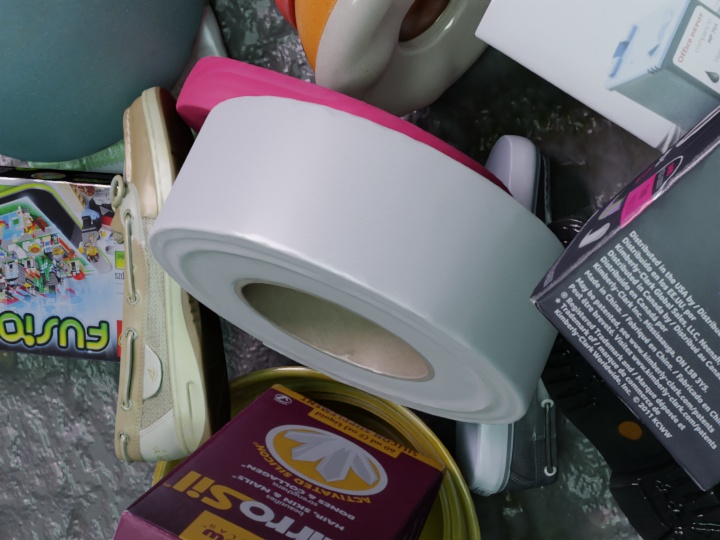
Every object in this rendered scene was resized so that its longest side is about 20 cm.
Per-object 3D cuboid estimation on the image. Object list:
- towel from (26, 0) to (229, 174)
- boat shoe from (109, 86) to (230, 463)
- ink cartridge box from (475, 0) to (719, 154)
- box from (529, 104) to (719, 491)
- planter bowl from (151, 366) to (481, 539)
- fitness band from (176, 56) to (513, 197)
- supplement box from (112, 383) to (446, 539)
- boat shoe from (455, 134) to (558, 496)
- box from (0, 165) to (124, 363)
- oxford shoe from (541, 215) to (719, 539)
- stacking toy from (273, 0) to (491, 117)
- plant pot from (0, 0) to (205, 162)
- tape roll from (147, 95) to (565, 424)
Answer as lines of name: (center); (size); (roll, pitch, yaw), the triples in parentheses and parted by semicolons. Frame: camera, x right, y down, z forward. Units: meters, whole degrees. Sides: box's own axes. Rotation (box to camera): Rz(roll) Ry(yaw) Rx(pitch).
towel: (-0.134, -0.061, 0.852); (0.148, 0.031, 0.202); (-13, 98, 20)
boat shoe: (-0.114, 0.002, 0.768); (0.062, 0.073, 0.203); (-7, 91, 8)
ink cartridge box: (0.171, -0.106, 0.688); (0.199, 0.146, 0.086); (32, 111, 8)
box: (0.182, -0.028, 0.559); (0.106, 0.122, 0.200); (48, 114, 1)
planter bowl: (-0.018, 0.144, 0.833); (0.198, 0.083, 0.203); (3, 102, 15)
fitness band: (-0.010, -0.060, 0.742); (0.199, 0.143, 0.038); (21, 80, 38)
supplement box: (-0.041, 0.140, 0.688); (0.109, 0.200, 0.086); (24, 107, 10)
boat shoe: (0.096, 0.027, 0.786); (0.065, 0.070, 0.203); (3, 94, -12)
box: (-0.206, -0.006, 0.856); (0.197, 0.035, 0.111); (4, 105, 14)
oxford shoe: (0.148, 0.052, 0.763); (0.072, 0.085, 0.201); (-12, 113, 35)
stacking toy: (-0.018, -0.190, 0.758); (0.200, 0.146, 0.147); (46, 112, 23)
plant pot: (-0.202, -0.167, 0.770); (0.198, 0.135, 0.203); (-1, 88, 18)
tape roll: (0.000, 0.000, 0.679); (0.200, 0.203, 0.071); (21, 74, 11)
